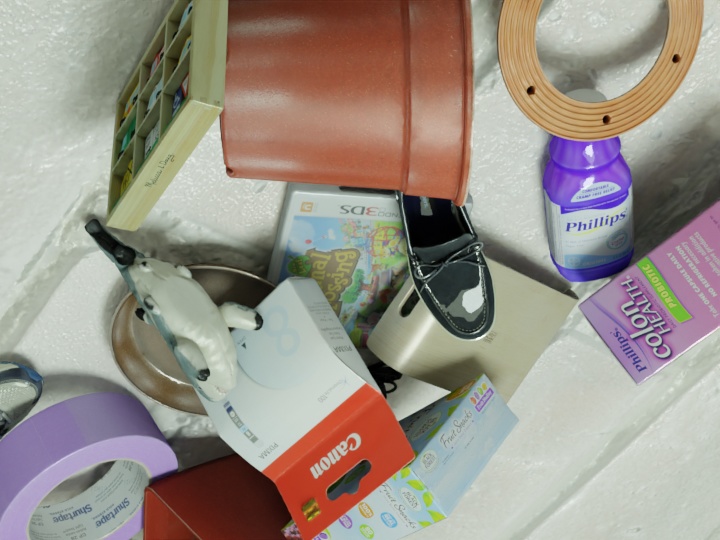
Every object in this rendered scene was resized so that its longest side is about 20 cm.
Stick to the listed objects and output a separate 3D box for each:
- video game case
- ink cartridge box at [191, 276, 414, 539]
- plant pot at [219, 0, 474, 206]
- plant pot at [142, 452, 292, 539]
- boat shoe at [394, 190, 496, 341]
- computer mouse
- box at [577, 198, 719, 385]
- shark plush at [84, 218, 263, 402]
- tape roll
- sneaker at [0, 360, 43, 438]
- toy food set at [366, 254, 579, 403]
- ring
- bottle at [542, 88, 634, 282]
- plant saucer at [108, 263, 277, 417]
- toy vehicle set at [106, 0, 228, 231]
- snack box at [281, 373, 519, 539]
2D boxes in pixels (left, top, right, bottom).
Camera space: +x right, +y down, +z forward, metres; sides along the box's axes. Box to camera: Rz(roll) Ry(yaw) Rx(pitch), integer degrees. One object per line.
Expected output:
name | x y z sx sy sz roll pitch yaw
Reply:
video game case | 0.000 0.000 1.355 0.181 0.022 0.200 3 131 -16
ink cartridge box | -0.060 0.132 1.277 0.160 0.200 0.047 -42 157 28
plant pot | -0.014 -0.151 1.113 0.194 0.201 0.201 -1 132 -2
plant pot | -0.103 0.307 1.475 0.176 0.200 0.200 -31 147 -34
boat shoe | 0.076 -0.022 1.273 0.074 0.062 0.201 -16 106 6
computer mouse | -0.027 0.138 1.379 0.138 0.200 0.053 -22 104 9
box | 0.331 0.002 1.325 0.200 0.097 0.176 -40 172 21
shark plush | -0.187 0.040 1.260 0.200 0.091 0.083 38 146 -10
tape roll | -0.290 0.218 1.405 0.200 0.066 0.200 -25 144 -20
sneaker | -0.389 0.171 1.372 0.200 0.085 0.077 -38 129 20
toy food set | 0.117 0.051 1.392 0.200 0.060 0.144 22 107 -39
ring | 0.206 -0.210 1.181 0.200 0.019 0.201 -7 112 -18
bottle | 0.216 -0.079 1.306 0.083 0.065 0.200 -14 133 -3
plant saucer | -0.147 0.065 1.355 0.199 0.032 0.201 -1 130 -1
toy vehicle set | -0.155 -0.131 1.086 0.026 0.125 0.200 12 149 -24
snack box | 0.040 0.202 1.356 0.200 0.169 0.068 -33 97 40
